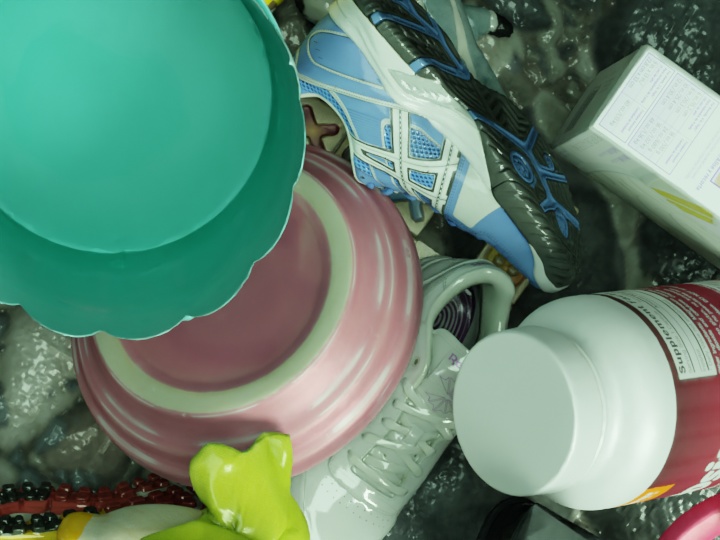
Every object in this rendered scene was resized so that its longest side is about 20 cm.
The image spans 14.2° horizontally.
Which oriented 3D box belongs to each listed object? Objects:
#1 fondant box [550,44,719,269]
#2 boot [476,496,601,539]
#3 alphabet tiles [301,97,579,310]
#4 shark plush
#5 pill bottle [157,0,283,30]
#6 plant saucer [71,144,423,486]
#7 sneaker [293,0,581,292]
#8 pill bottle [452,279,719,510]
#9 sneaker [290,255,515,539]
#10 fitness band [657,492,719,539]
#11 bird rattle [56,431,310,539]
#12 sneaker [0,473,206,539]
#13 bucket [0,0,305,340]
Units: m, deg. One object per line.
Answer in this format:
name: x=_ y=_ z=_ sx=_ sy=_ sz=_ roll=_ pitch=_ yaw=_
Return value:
fondant box: x=0.207 y=-0.037 z=1.569 sx=0.200 sy=0.144 sz=0.058 roll=34 pitch=86 yaw=-2
boot: x=0.077 y=0.202 z=1.526 sx=0.065 sy=0.200 sz=0.166 roll=12 pitch=88 yaw=-4
alphabet tiles: x=0.000 y=0.000 z=1.622 sx=0.167 sy=0.008 sz=0.200 roll=35 pitch=86 yaw=-3
shark plush: x=0.057 y=-0.131 z=1.600 sx=0.200 sy=0.091 sz=0.083 roll=48 pitch=52 yaw=5
pill bottle: x=-0.044 y=-0.224 z=1.561 sx=0.109 sy=0.109 sz=0.200 roll=42 pitch=95 yaw=-2
plant saucer: x=-0.067 y=0.016 z=1.549 sx=0.200 sy=0.051 sz=0.201 roll=-8 pitch=63 yaw=17
sneaker: x=0.043 y=-0.065 z=1.553 sx=0.077 sy=0.076 sz=0.200 roll=-38 pitch=96 yaw=24
pill bottle: x=0.145 y=0.066 z=1.530 sx=0.200 sy=0.113 sz=0.114 roll=-6 pitch=89 yaw=-46
sneaker: x=0.018 y=0.075 z=1.552 sx=0.075 sy=0.100 sz=0.201 roll=33 pitch=74 yaw=-19
fitness band: x=0.252 y=0.183 z=1.600 sx=0.199 sy=0.037 sz=0.144 roll=-5 pitch=113 yaw=-4
bird rattle: x=-0.076 y=0.180 z=1.519 sx=0.162 sy=0.113 sz=0.201 roll=2 pitch=132 yaw=20
sneaker: x=-0.122 y=0.160 z=1.586 sx=0.199 sy=0.078 sz=0.083 roll=-2 pitch=111 yaw=-5
bucket: x=-0.125 y=-0.078 z=1.459 sx=0.206 sy=0.135 sz=0.208 roll=-1 pitch=104 yaw=-4
